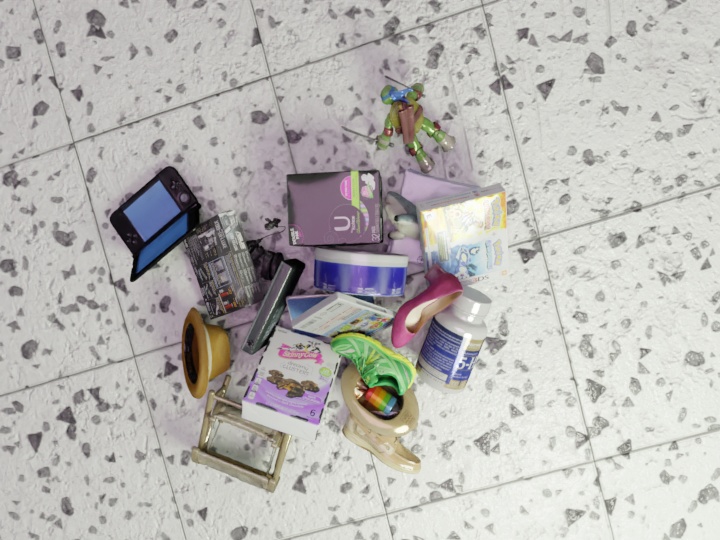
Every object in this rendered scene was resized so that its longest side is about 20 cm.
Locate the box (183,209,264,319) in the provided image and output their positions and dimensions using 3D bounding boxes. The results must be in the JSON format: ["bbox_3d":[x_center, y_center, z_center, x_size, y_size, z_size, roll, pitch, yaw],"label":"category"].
[{"bbox_3d":[-0.302,-0.009,1.191,0.155,0.049,0.206,-18,92,40],"label":"box"}]

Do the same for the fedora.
[{"bbox_3d":[-0.338,0.179,1.204,0.080,0.199,0.208,0,95,-31],"label":"fedora"}]

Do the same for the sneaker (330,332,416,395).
[{"bbox_3d":[0.021,0.196,1.154,0.195,0.075,0.085,24,60,8],"label":"sneaker"}]

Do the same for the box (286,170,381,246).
[{"bbox_3d":[-0.051,-0.129,1.165,0.193,0.124,0.154,-1,93,5],"label":"box"}]

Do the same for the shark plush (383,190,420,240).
[{"bbox_3d":[0.143,-0.111,1.163,0.194,0.092,0.085,11,65,9],"label":"shark plush"}]

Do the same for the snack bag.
[{"bbox_3d":[0.165,-0.107,1.202,0.183,0.021,0.207,14,95,4],"label":"snack bag"}]

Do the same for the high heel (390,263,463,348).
[{"bbox_3d":[0.134,0.092,1.110,0.066,0.096,0.202,26,104,-36],"label":"high heel"}]

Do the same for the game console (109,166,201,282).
[{"bbox_3d":[-0.458,-0.107,1.202,0.198,0.116,0.178,-37,91,5],"label":"game console"}]

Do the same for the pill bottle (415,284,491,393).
[{"bbox_3d":[0.199,0.141,1.149,0.116,0.120,0.205,19,107,3],"label":"pill bottle"}]

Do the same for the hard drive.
[{"bbox_3d":[-0.185,0.073,1.181,0.032,0.140,0.204,27,95,3],"label":"hard drive"}]

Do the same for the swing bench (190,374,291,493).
[{"bbox_3d":[-0.255,0.374,1.213,0.193,0.130,0.206,18,95,2],"label":"swing bench"}]

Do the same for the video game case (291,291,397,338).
[{"bbox_3d":[-0.026,0.103,1.134,0.142,0.197,0.018,-32,54,32],"label":"video game case"}]

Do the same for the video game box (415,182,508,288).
[{"bbox_3d":[0.215,-0.061,1.131,0.177,0.047,0.205,-14,121,-3],"label":"video game box"}]

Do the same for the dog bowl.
[{"bbox_3d":[0.000,0.000,1.132,0.193,0.200,0.082,5,95,4],"label":"dog bowl"}]

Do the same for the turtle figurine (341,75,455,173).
[{"bbox_3d":[0.100,-0.316,1.167,0.193,0.198,0.146,43,66,-22],"label":"turtle figurine"}]

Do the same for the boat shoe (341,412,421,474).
[{"bbox_3d":[0.055,0.381,1.218,0.196,0.071,0.066,29,96,3],"label":"boat shoe"}]

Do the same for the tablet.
[{"bbox_3d":[-0.059,0.098,1.202,0.193,0.014,0.133,-3,131,5],"label":"tablet"}]

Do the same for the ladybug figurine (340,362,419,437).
[{"bbox_3d":[0.042,0.284,1.199,0.198,0.072,0.136,38,68,10],"label":"ladybug figurine"}]

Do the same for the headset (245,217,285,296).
[{"bbox_3d":[-0.222,-0.022,1.201,0.121,0.094,0.204,28,107,2],"label":"headset"}]

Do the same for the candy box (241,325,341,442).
[{"bbox_3d":[-0.141,0.236,1.161,0.163,0.203,0.073,16,134,2],"label":"candy box"}]
